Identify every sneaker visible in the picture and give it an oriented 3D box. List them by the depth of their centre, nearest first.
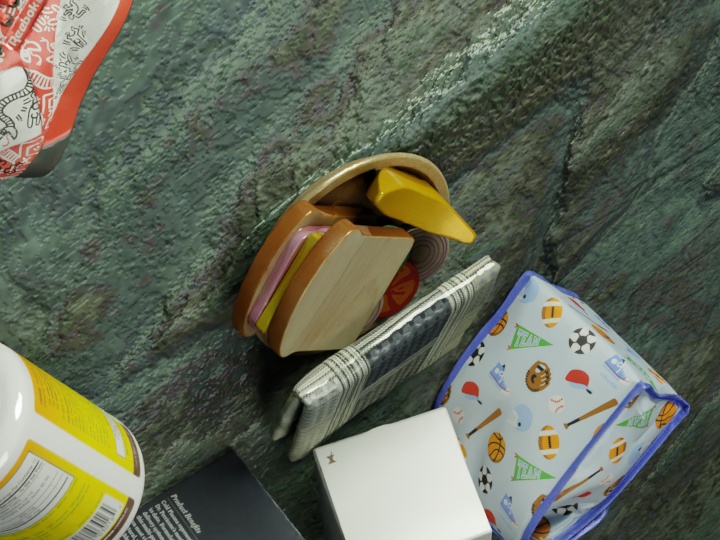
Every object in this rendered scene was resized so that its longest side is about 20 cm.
[{"bbox_3d":[-0.188,-0.132,0.801,0.107,0.067,0.203,-7,134,-45],"label":"sneaker"}]

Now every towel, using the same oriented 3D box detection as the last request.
[{"bbox_3d":[0.015,0.070,1.210,0.192,0.035,0.200,-35,168,-17],"label":"towel"}]

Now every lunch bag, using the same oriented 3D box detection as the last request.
[{"bbox_3d":[0.162,0.136,1.358,0.123,0.170,0.201,25,107,-49],"label":"lunch bag"}]

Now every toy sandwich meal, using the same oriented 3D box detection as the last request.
[{"bbox_3d":[0.000,0.000,1.131,0.204,0.070,0.206,-27,142,-23],"label":"toy sandwich meal"}]

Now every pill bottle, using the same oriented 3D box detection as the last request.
[{"bbox_3d":[-0.229,0.113,0.979,0.109,0.109,0.200,-43,146,-1],"label":"pill bottle"}]

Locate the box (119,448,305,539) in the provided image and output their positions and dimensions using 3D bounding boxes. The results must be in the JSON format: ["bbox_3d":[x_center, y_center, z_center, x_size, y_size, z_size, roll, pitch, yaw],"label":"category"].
[{"bbox_3d":[-0.141,0.287,1.243,0.195,0.124,0.201,-29,143,-19],"label":"box"}]

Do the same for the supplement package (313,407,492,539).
[{"bbox_3d":[0.036,0.227,1.316,0.120,0.121,0.201,-17,150,-7],"label":"supplement package"}]
